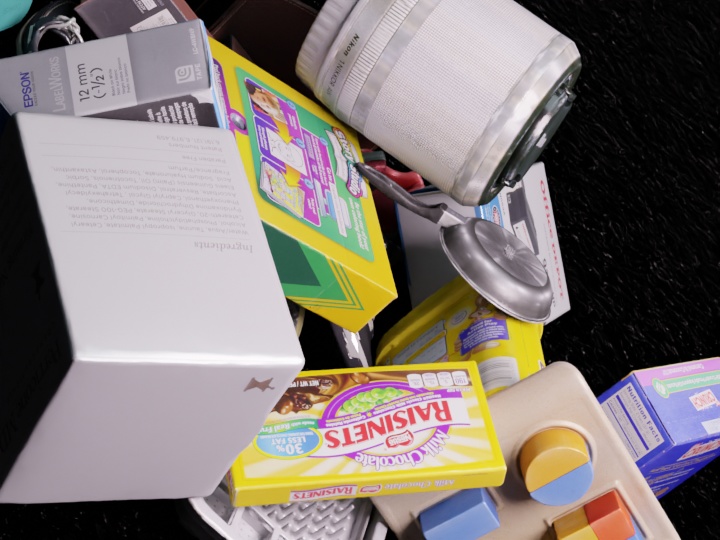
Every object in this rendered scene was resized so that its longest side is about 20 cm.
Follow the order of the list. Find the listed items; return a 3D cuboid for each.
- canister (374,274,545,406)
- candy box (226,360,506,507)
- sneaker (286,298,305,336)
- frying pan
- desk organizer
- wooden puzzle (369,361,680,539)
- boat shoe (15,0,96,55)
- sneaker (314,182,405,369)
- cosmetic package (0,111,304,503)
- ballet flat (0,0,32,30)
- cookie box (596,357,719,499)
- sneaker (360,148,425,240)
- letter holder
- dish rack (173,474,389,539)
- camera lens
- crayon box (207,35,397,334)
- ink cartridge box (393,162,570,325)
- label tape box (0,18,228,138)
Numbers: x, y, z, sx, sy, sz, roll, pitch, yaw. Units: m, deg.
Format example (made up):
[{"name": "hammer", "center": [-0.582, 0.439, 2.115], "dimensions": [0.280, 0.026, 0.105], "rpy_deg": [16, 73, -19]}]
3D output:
[{"name": "canister", "center": [0.083, 0.100, 1.651], "dimensions": [0.087, 0.148, 0.200], "rpy_deg": [46, 18, -21]}, {"name": "candy box", "center": [-0.002, 0.116, 1.484], "dimensions": [0.199, 0.026, 0.103], "rpy_deg": [-3, 52, -14]}, {"name": "sneaker", "center": [-0.064, -0.001, 1.690], "dimensions": [0.089, 0.077, 0.201], "rpy_deg": [44, 30, -45]}, {"name": "frying pan", "center": [0.090, -0.031, 1.679], "dimensions": [0.190, 0.031, 0.115], "rpy_deg": [49, 25, 18]}, {"name": "desk organizer", "center": [-0.149, -0.182, 1.716], "dimensions": [0.200, 0.071, 0.077], "rpy_deg": [52, 20, -35]}, {"name": "wooden puzzle", "center": [0.126, 0.192, 1.555], "dimensions": [0.201, 0.185, 0.046], "rpy_deg": [58, 11, -21]}, {"name": "boat shoe", "center": [-0.236, -0.167, 1.638], "dimensions": [0.073, 0.063, 0.200], "rpy_deg": [37, 30, -17]}, {"name": "sneaker", "center": [0.000, 0.000, 1.716], "dimensions": [0.082, 0.072, 0.201], "rpy_deg": [-8, 65, -9]}, {"name": "cosmetic package", "center": [-0.163, 0.026, 1.373], "dimensions": [0.165, 0.168, 0.201], "rpy_deg": [3, 51, -31]}, {"name": "ballet flat", "center": [-0.317, -0.199, 1.578], "dimensions": [0.075, 0.068, 0.200], "rpy_deg": [26, 25, 2]}, {"name": "cookie box", "center": [0.215, 0.161, 1.744], "dimensions": [0.171, 0.200, 0.075], "rpy_deg": [-2, 57, -55]}, {"name": "sneaker", "center": [-0.023, -0.085, 1.816], "dimensions": [0.200, 0.087, 0.074], "rpy_deg": [18, 41, -43]}, {"name": "letter holder", "center": [-0.057, -0.192, 1.835], "dimensions": [0.200, 0.142, 0.101], "rpy_deg": [31, 34, -29]}, {"name": "dish rack", "center": [-0.059, 0.169, 1.516], "dimensions": [0.172, 0.044, 0.200], "rpy_deg": [43, 30, -12]}, {"name": "camera lens", "center": [0.068, -0.162, 1.684], "dimensions": [0.200, 0.160, 0.160], "rpy_deg": [36, 28, 7]}, {"name": "crayon box", "center": [-0.065, -0.068, 1.615], "dimensions": [0.172, 0.058, 0.201], "rpy_deg": [31, 31, -35]}, {"name": "ink cartridge box", "center": [0.112, -0.012, 1.847], "dimensions": [0.200, 0.083, 0.146], "rpy_deg": [-22, 102, -67]}, {"name": "label tape box", "center": [-0.193, -0.095, 1.443], "dimensions": [0.143, 0.199, 0.066], "rpy_deg": [81, -4, -64]}]
